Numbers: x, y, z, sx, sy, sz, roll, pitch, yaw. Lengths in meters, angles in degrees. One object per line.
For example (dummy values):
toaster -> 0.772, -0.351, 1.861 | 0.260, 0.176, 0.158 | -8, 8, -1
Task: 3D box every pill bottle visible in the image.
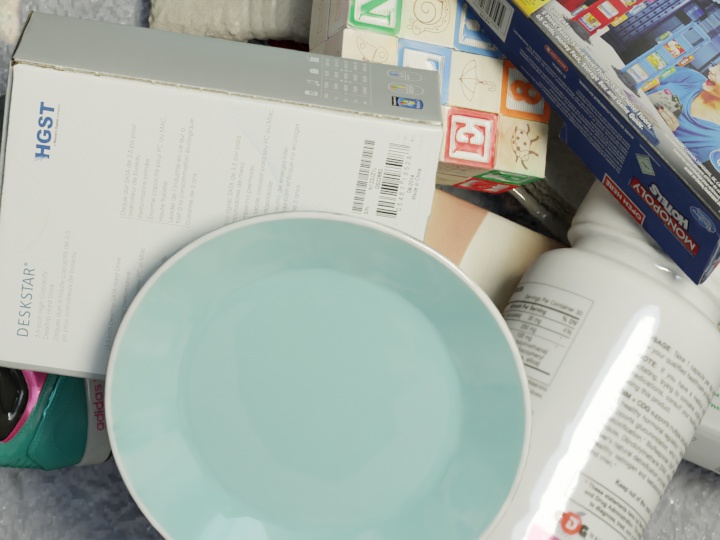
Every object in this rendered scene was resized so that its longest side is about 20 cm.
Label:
pill bottle -> 0.113, 0.061, 1.114 | 0.113, 0.113, 0.201 | 32, 79, -13

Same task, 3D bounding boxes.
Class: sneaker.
sneaker -> -0.201, 0.010, 1.151 | 0.120, 0.083, 0.202 | -10, 90, -28

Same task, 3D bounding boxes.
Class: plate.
plate -> -0.019, 0.063, 1.035 | 0.199, 0.026, 0.202 | 2, 113, 6

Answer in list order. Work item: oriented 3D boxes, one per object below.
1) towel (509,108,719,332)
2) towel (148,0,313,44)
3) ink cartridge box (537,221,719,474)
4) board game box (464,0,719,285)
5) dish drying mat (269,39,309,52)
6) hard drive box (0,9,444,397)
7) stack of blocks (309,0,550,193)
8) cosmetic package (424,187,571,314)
towel -> 0.153, -0.059, 1.243 | 0.200, 0.034, 0.133 | 41, 53, -7
towel -> -0.047, -0.220, 1.213 | 0.132, 0.034, 0.202 | 3, 85, 19
ink cartridge box -> 0.192, 0.014, 1.286 | 0.197, 0.047, 0.201 | 22, 51, -15
board game box -> 0.179, -0.127, 1.105 | 0.199, 0.062, 0.200 | -33, 70, -22
dish drying mat -> 0.045, -0.144, 1.272 | 0.199, 0.018, 0.077 | 4, 74, -17
hard drive box -> -0.070, -0.026, 1.056 | 0.198, 0.077, 0.157 | 9, 115, -4
stack of blocks -> 0.039, -0.149, 1.142 | 0.114, 0.059, 0.202 | 9, 81, -20
cosmetic package -> 0.000, 0.000, 1.187 | 0.199, 0.087, 0.104 | 22, 77, -16
